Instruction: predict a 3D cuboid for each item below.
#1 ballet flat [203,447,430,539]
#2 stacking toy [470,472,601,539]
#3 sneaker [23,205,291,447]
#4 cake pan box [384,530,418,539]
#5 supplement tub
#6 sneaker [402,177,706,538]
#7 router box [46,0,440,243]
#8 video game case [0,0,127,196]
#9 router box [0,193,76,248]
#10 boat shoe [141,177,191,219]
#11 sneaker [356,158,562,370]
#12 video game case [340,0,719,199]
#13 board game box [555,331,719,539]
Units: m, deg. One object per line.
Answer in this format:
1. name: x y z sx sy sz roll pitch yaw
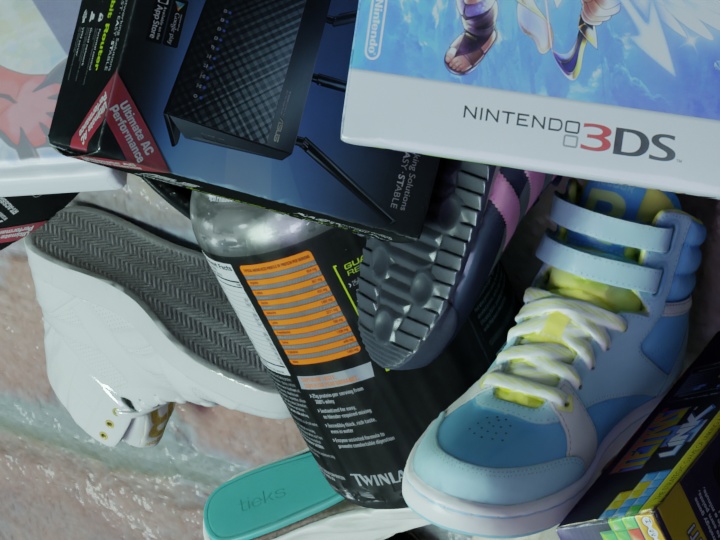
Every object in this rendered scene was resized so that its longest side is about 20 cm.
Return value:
1. ballet flat: 0.016 0.109 1.209 0.199 0.070 0.070 -21 107 18
2. stacking toy: 0.138 0.198 1.166 0.199 0.147 0.146 34 137 -8
3. sneaker: -0.095 0.052 1.273 0.199 0.074 0.116 29 135 33
4. cake pan box: -0.003 0.217 1.325 0.184 0.052 0.200 43 136 3
5. supplement tub: 0.000 0.000 1.106 0.122 0.123 0.201 -5 122 40
6. sneaker: 0.084 0.025 1.023 0.079 0.200 0.131 19 118 24
7. router box: -0.028 -0.124 0.970 0.062 0.149 0.201 15 91 62
8. video game case: -0.192 -0.118 1.036 0.199 0.184 0.023 -3 163 14
9. router box: -0.228 -0.119 1.152 0.200 0.062 0.150 52 179 24
10. boat shoe: -0.099 -0.071 1.187 0.199 0.066 0.075 44 138 5
11. sneaker: 0.066 -0.045 1.016 0.070 0.082 0.201 39 111 47
12. video game case: 0.095 -0.134 0.910 0.180 0.045 0.202 9 94 14
13. board game box: 0.184 0.147 1.046 0.056 0.165 0.201 -15 109 43
